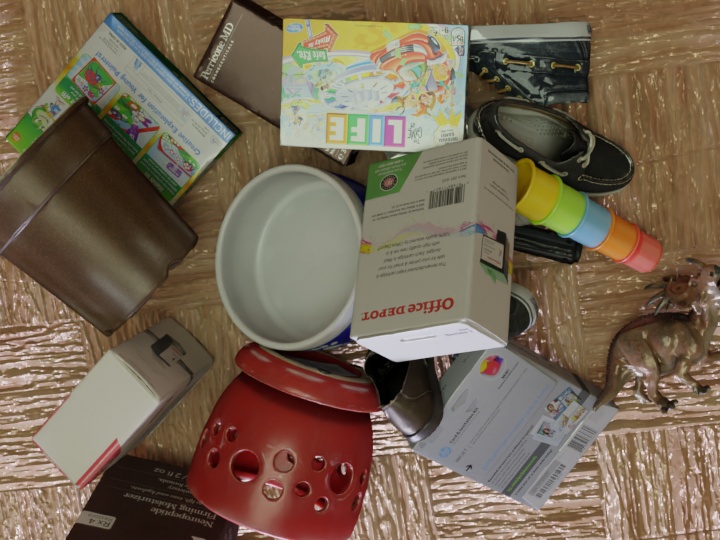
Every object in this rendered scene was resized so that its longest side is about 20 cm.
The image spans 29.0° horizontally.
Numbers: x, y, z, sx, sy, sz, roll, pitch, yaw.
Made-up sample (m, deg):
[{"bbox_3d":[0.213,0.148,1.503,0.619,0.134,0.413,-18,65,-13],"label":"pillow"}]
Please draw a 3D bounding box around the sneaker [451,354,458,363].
[{"bbox_3d":[0.145,0.060,1.564,0.066,0.090,0.202,15,129,33],"label":"sneaker"}]

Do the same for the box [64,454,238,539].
[{"bbox_3d":[-0.241,0.346,1.596,0.164,0.200,0.166,12,118,5],"label":"box"}]

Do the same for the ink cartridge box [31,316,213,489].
[{"bbox_3d":[-0.263,0.145,1.575,0.085,0.200,0.146,44,104,4],"label":"ink cartridge box"}]

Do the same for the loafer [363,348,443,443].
[{"bbox_3d":[0.040,0.095,1.526,0.073,0.201,0.071,-40,125,16],"label":"loafer"}]

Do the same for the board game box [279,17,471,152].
[{"bbox_3d":[0.015,-0.196,1.477,0.198,0.034,0.136,3,100,9],"label":"board game box"}]

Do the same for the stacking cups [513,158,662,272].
[{"bbox_3d":[0.243,-0.056,1.494,0.199,0.061,0.061,23,105,-25],"label":"stacking cups"}]

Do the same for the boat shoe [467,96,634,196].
[{"bbox_3d":[0.213,-0.135,1.490,0.198,0.060,0.075,21,73,-16],"label":"boat shoe"}]

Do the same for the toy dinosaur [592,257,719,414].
[{"bbox_3d":[0.329,0.074,1.533,0.199,0.086,0.136,-29,96,17],"label":"toy dinosaur"}]

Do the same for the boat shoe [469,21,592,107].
[{"bbox_3d":[0.151,-0.218,1.506,0.198,0.071,0.092,-2,97,7],"label":"boat shoe"}]

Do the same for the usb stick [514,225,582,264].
[{"bbox_3d":[0.148,-0.044,1.550,0.198,0.055,0.033,14,92,6],"label":"usb stick"}]

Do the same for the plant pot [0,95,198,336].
[{"bbox_3d":[-0.296,-0.047,1.514,0.200,0.200,0.198,-43,99,14],"label":"plant pot"}]

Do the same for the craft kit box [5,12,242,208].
[{"bbox_3d":[-0.271,-0.154,1.600,0.200,0.049,0.198,45,101,-2],"label":"craft kit box"}]

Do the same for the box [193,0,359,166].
[{"bbox_3d":[-0.073,-0.210,1.543,0.199,0.075,0.101,30,103,4],"label":"box"}]

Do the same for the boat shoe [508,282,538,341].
[{"bbox_3d":[0.094,0.038,1.479,0.199,0.057,0.069,5,122,41],"label":"boat shoe"}]

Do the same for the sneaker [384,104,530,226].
[{"bbox_3d":[0.101,-0.108,1.542,0.115,0.074,0.201,-39,85,17],"label":"sneaker"}]

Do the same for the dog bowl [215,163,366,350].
[{"bbox_3d":[-0.060,-0.012,1.535,0.198,0.079,0.203,-3,84,32],"label":"dog bowl"}]

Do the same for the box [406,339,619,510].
[{"bbox_3d":[0.168,0.166,1.548,0.199,0.041,0.157,27,106,-30],"label":"box"}]

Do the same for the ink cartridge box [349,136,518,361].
[{"bbox_3d":[0.077,-0.018,1.425,0.144,0.084,0.202,-11,62,36],"label":"ink cartridge box"}]

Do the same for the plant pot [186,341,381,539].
[{"bbox_3d":[-0.077,0.184,1.562,0.198,0.200,0.184,18,95,5],"label":"plant pot"}]
